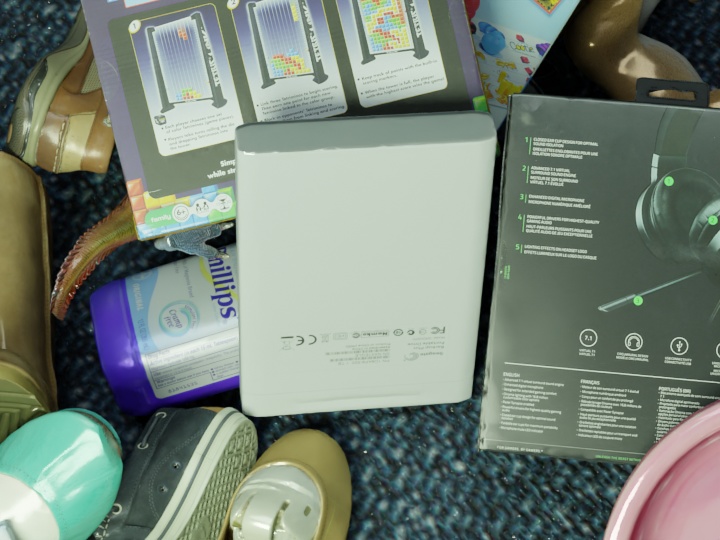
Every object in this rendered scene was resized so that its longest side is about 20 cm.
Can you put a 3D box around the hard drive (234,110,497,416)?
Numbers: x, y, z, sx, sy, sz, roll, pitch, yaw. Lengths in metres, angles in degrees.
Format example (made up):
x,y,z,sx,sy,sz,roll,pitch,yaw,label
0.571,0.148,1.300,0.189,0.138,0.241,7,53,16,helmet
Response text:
x,y,z,sx,sy,sz,roll,pitch,yaw,label
0.000,0.000,1.153,0.131,0.200,0.027,-4,46,-6,hard drive

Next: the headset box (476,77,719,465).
x,y,z,sx,sy,sz,roll,pitch,yaw,label
0.155,-0.001,1.133,0.173,0.093,0.201,4,93,5,headset box

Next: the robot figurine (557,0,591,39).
x,y,z,sx,sy,sz,roll,pitch,yaw,label
0.166,-0.221,1.350,0.200,0.058,0.145,-33,44,-17,robot figurine

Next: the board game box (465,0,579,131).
x,y,z,sx,sy,sz,roll,pitch,yaw,label
0.056,-0.147,1.223,0.105,0.103,0.200,32,98,-4,board game box

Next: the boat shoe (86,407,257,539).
x,y,z,sx,sy,sz,roll,pitch,yaw,label
-0.124,0.153,1.170,0.062,0.075,0.200,14,55,22,boat shoe

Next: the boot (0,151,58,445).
x,y,z,sx,sy,sz,roll,pitch,yaw,label
-0.205,0.020,1.213,0.066,0.175,0.201,-3,59,-5,boot

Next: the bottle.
x,y,z,sx,sy,sz,roll,pitch,yaw,label
-0.053,0.020,1.244,0.199,0.065,0.084,-17,45,0,bottle

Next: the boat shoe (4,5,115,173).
x,y,z,sx,sy,sz,roll,pitch,yaw,label
-0.152,-0.118,1.339,0.074,0.076,0.200,20,41,3,boat shoe

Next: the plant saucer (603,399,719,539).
x,y,z,sx,sy,sz,roll,pitch,yaw,label
0.217,0.153,1.066,0.200,0.051,0.201,1,97,6,plant saucer

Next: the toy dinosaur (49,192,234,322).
x,y,z,sx,sy,sz,roll,pitch,yaw,label
-0.113,-0.072,1.278,0.199,0.105,0.181,-23,17,-7,toy dinosaur

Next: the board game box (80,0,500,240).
x,y,z,sx,sy,sz,roll,pitch,yaw,label
-0.040,-0.119,1.149,0.199,0.057,0.166,-12,94,3,board game box

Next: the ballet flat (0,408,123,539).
x,y,z,sx,sy,sz,roll,pitch,yaw,label
-0.193,0.138,1.133,0.067,0.200,0.070,49,46,-4,ballet flat

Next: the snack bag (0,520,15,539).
x,y,z,sx,sy,sz,roll,pitch,yaw,label
-0.215,0.253,1.084,0.188,0.021,0.200,-29,94,-4,snack bag

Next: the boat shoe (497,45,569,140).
x,y,z,sx,sy,sz,roll,pitch,yaw,label
0.033,-0.149,1.335,0.199,0.074,0.068,22,61,21,boat shoe

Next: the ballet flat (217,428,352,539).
x,y,z,sx,sy,sz,roll,pitch,yaw,label
-0.052,0.162,1.154,0.068,0.063,0.201,8,59,16,ballet flat

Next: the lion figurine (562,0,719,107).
x,y,z,sx,sy,sz,roll,pitch,yaw,label
0.173,-0.109,1.259,0.122,0.072,0.200,-37,75,-4,lion figurine
